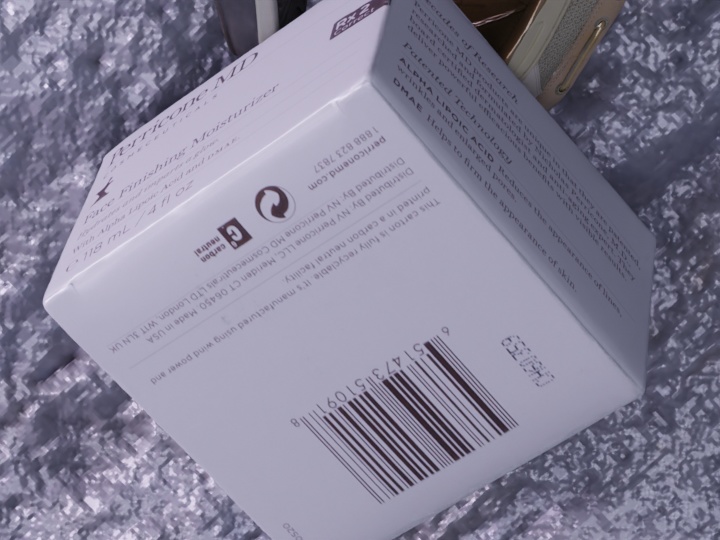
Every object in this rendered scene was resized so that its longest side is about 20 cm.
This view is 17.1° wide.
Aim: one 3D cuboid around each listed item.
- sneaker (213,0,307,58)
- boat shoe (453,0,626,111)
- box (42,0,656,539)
[{"bbox_3d":[-0.091,-0.188,1.133,0.106,0.075,0.201,-8,102,15],"label":"sneaker"},{"bbox_3d":[0.115,-0.165,1.133,0.065,0.072,0.200,24,101,-41],"label":"boat shoe"},{"bbox_3d":[0.000,0.000,1.100,0.199,0.131,0.200,-33,112,25],"label":"box"}]
